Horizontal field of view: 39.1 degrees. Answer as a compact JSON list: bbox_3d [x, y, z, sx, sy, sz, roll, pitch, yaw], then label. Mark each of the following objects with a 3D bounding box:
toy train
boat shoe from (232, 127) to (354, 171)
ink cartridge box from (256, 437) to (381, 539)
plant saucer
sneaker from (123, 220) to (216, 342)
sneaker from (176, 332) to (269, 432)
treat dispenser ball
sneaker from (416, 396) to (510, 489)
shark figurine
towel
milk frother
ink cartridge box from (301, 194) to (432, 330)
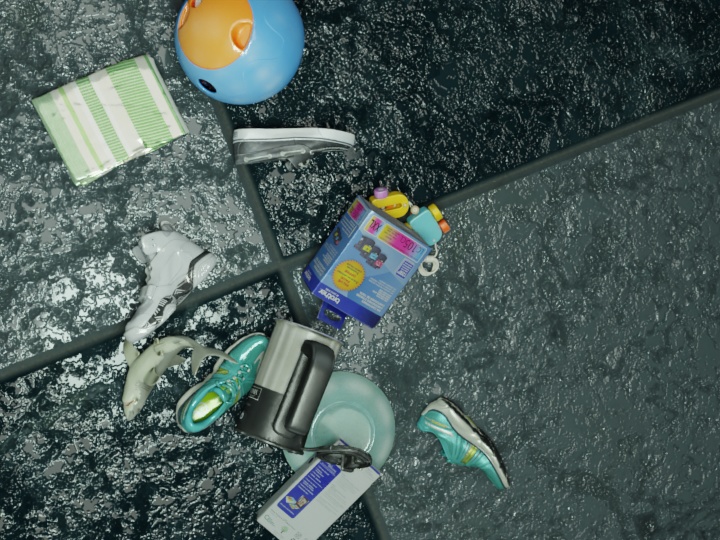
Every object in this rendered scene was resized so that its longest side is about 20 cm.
[{"bbox_3d":[0.049,-0.066,1.714,0.199,0.056,0.151,13,109,-23],"label":"toy train"},{"bbox_3d":[-0.108,-0.196,1.657,0.199,0.072,0.068,-1,89,-12],"label":"boat shoe"},{"bbox_3d":[-0.068,0.366,1.664,0.200,0.039,0.099,-44,102,7],"label":"ink cartridge box"},{"bbox_3d":[-0.032,0.272,1.699,0.200,0.039,0.202,0,91,-15],"label":"plant saucer"},{"bbox_3d":[-0.325,0.015,1.588,0.115,0.075,0.200,44,60,-7],"label":"sneaker"},{"bbox_3d":[-0.210,0.185,1.622,0.078,0.080,0.200,45,79,-12],"label":"sneaker"},{"bbox_3d":[-0.186,-0.359,1.568,0.200,0.201,0.202,0,91,-15],"label":"treat dispenser ball"},{"bbox_3d":[0.181,0.306,1.752,0.080,0.078,0.200,-43,96,9],"label":"sneaker"},{"bbox_3d":[-0.294,0.140,1.598,0.089,0.214,0.128,16,51,-51],"label":"shark figurine"},{"bbox_3d":[-0.393,-0.241,1.607,0.200,0.023,0.153,-27,97,-12],"label":"towel"},{"bbox_3d":[-0.064,0.200,1.585,0.200,0.180,0.189,27,80,-37],"label":"milk frother"},{"bbox_3d":[0.000,0.000,1.655,0.136,0.076,0.200,30,103,-27],"label":"ink cartridge box"}]
